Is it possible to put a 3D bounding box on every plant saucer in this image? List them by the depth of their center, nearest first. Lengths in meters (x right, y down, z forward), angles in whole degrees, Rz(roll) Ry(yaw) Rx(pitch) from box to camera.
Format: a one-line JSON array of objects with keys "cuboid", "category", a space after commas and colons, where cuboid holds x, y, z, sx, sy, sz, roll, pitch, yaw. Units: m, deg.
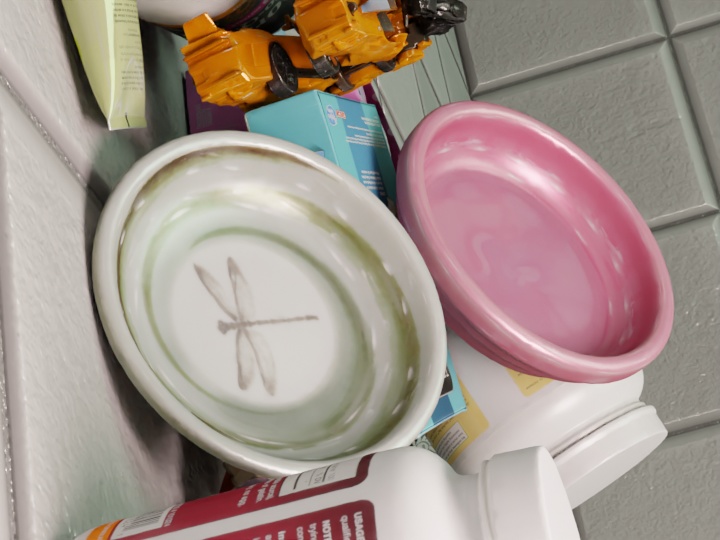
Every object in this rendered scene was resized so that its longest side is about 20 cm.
[{"cuboid": [-0.051, 0.024, 0.977, 0.050, 0.200, 0.201, -45, -131, 48], "category": "plant saucer"}, {"cuboid": [0.099, -0.011, 1.150, 0.200, 0.051, 0.201, 23, 43, -24], "category": "plant saucer"}]

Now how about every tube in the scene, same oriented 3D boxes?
[{"cuboid": [-0.146, -0.172, 1.001, 0.058, 0.052, 0.201, -17, 96, -40], "category": "tube"}]

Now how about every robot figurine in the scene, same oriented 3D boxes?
[{"cuboid": [-0.020, -0.136, 1.094, 0.058, 0.145, 0.200, 67, 19, 0], "category": "robot figurine"}]

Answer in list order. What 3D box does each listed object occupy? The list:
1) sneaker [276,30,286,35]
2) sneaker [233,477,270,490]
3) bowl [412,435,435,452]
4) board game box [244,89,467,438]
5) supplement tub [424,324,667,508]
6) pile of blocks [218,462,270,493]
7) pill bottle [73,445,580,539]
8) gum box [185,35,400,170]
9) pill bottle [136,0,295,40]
[{"cuboid": [-0.076, -0.239, 1.379, 0.079, 0.095, 0.201, -83, 156, -67], "category": "sneaker"}, {"cuboid": [-0.034, 0.140, 0.910, 0.200, 0.077, 0.112, -58, -137, 48], "category": "sneaker"}, {"cuboid": [0.033, 0.172, 1.264, 0.201, 0.094, 0.201, 51, 10, -12], "category": "bowl"}, {"cuboid": [0.000, 0.000, 1.112, 0.151, 0.047, 0.201, -5, 79, -77], "category": "board game box"}, {"cuboid": [0.094, 0.058, 1.241, 0.200, 0.145, 0.145, 57, 4, 15], "category": "supplement tub"}, {"cuboid": [-0.059, 0.091, 1.058, 0.082, 0.062, 0.200, 41, 14, -1], "category": "pile of blocks"}, {"cuboid": [-0.012, 0.136, 0.758, 0.113, 0.199, 0.113, -16, 90, -78], "category": "pill bottle"}, {"cuboid": [-0.031, -0.065, 1.293, 0.200, 0.113, 0.066, 64, 13, -50], "category": "gum box"}, {"cuboid": [-0.091, -0.196, 1.148, 0.200, 0.116, 0.117, -6, 80, -81], "category": "pill bottle"}]
